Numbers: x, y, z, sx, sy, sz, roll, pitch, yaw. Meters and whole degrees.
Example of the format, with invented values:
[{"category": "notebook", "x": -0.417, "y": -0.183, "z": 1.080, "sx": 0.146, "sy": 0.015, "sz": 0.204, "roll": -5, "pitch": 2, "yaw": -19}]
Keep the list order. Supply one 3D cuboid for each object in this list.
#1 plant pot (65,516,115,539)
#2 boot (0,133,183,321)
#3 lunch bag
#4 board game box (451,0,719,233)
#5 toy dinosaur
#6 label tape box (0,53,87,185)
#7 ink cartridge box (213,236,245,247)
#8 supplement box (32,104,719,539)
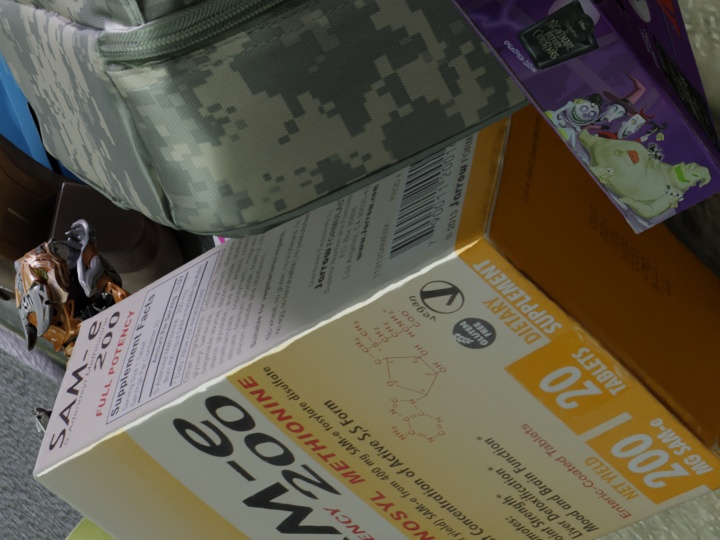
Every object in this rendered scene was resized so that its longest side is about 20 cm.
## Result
[{"category": "plant pot", "x": -0.015, "y": 0.185, "z": 1.034, "sx": 0.199, "sy": 0.187, "sz": 0.188, "roll": -1, "pitch": 124, "yaw": 42}, {"category": "boot", "x": -0.173, "y": -0.025, "z": 1.044, "sx": 0.199, "sy": 0.071, "sz": 0.146, "roll": 23, "pitch": 166, "yaw": -5}, {"category": "lunch bag", "x": -0.043, "y": -0.117, "z": 0.674, "sx": 0.168, "sy": 0.139, "sz": 0.200, "roll": 66, "pitch": 167, "yaw": -20}, {"category": "board game box", "x": 0.030, "y": -0.115, "z": 0.542, "sx": 0.120, "sy": 0.032, "sz": 0.201, "roll": 51, "pitch": -158, "yaw": -40}, {"category": "toy dinosaur", "x": -0.055, "y": 0.062, "z": 0.959, "sx": 0.102, "sy": 0.136, "sz": 0.201, "roll": 0, "pitch": 123, "yaw": 58}, {"category": "label tape box", "x": -0.216, "y": -0.070, "z": 1.144, "sx": 0.200, "sy": 0.063, "sz": 0.145, "roll": 26, "pitch": 145, "yaw": 43}, {"category": "ink cartridge box", "x": 0.000, "y": 0.000, "z": 0.832, "sx": 0.037, "sy": 0.094, "sz": 0.201, "roll": 52, "pitch": 160, "yaw": 39}, {"category": "supplement box", "x": 0.010, "y": 0.041, "z": 0.761, "sx": 0.200, "sy": 0.074, "sz": 0.126, "roll": -29, "pitch": 123, "yaw": 35}]
